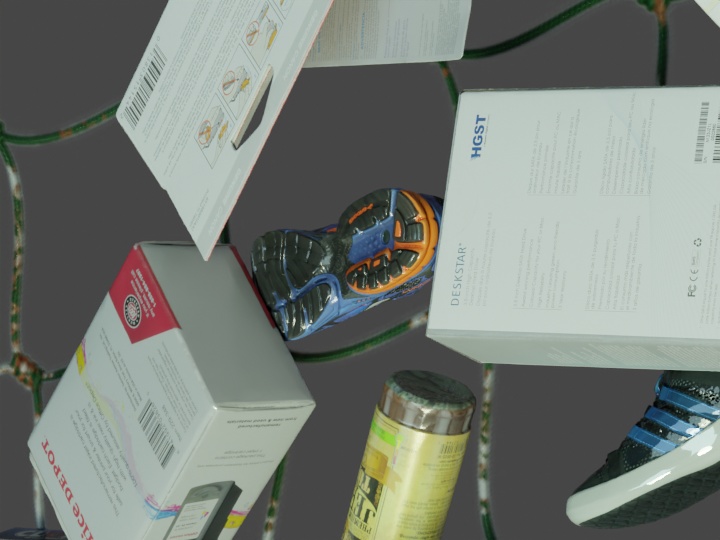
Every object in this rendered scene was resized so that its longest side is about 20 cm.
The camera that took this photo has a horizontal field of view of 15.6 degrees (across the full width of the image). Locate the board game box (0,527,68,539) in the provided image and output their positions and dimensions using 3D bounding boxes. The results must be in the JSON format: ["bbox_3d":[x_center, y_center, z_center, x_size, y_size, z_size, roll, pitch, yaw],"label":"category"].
[{"bbox_3d":[-0.169,0.254,1.849,0.199,0.035,0.136,1,98,32],"label":"board game box"}]

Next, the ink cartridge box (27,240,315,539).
[{"bbox_3d":[-0.127,0.100,1.728,0.148,0.085,0.200,61,136,33],"label":"ink cartridge box"}]

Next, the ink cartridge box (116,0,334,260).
[{"bbox_3d":[-0.074,-0.132,1.676,0.201,0.045,0.176,-62,38,25],"label":"ink cartridge box"}]

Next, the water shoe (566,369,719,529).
[{"bbox_3d":[0.203,0.086,1.584,0.200,0.071,0.079,-33,63,24],"label":"water shoe"}]

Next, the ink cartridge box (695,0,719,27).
[{"bbox_3d":[0.207,-0.252,1.530,0.200,0.048,0.146,49,119,13],"label":"ink cartridge box"}]

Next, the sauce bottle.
[{"bbox_3d":[0.022,0.166,1.700,0.064,0.065,0.201,22,108,27],"label":"sauce bottle"}]

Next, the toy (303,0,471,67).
[{"bbox_3d":[0.017,-0.182,1.645,0.200,0.047,0.116,2,83,53],"label":"toy"}]

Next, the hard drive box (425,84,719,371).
[{"bbox_3d":[0.150,-0.025,1.554,0.199,0.077,0.157,2,77,31],"label":"hard drive box"}]

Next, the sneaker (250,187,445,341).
[{"bbox_3d":[0.000,0.000,1.684,0.200,0.078,0.076,-17,77,49],"label":"sneaker"}]
